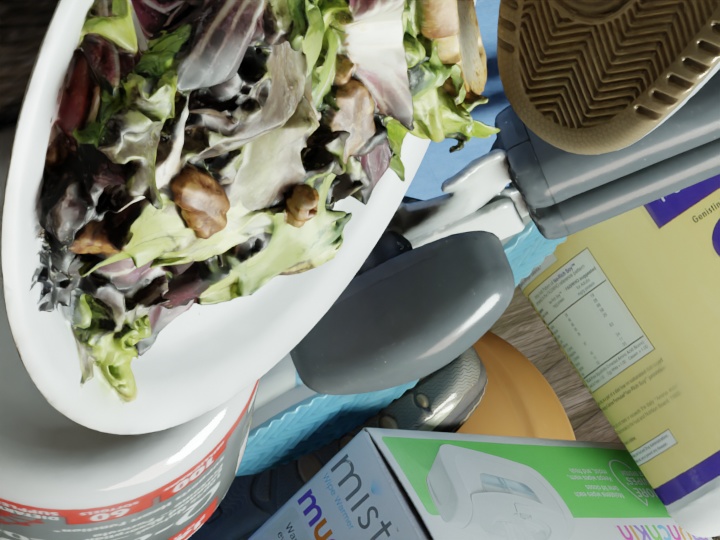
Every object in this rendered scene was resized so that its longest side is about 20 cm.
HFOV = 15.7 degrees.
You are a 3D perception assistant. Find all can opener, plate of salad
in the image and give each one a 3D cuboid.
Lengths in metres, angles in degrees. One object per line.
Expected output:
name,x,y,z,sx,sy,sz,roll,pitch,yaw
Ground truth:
can opener,0.069,-0.019,0.805,0.199,0.067,0.053,-22,157,7
plate of salad,-0.017,-0.044,0.672,0.200,0.048,0.201,-42,147,-35

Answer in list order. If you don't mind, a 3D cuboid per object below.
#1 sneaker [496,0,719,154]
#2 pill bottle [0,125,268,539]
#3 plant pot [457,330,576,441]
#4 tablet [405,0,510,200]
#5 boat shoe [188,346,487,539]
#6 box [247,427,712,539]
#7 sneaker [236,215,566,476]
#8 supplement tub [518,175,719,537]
sneaker,0.112,-0.125,0.723,0.108,0.070,0.201,-20,138,-62
pill bottle,-0.090,0.035,0.830,0.116,0.116,0.200,-31,169,-12
plant pot,-0.012,0.104,1.230,0.200,0.201,0.140,-37,152,16
tablet,0.009,-0.048,0.849,0.129,0.014,0.200,-14,161,7
boat shoe,-0.027,0.085,1.073,0.200,0.075,0.073,-33,147,20
box,0.030,0.156,1.061,0.199,0.097,0.177,7,134,-50
sneaker,0.000,0.000,0.990,0.200,0.081,0.077,-42,166,-2
supplement tub,0.139,-0.009,1.062,0.145,0.200,0.145,-33,175,-4
